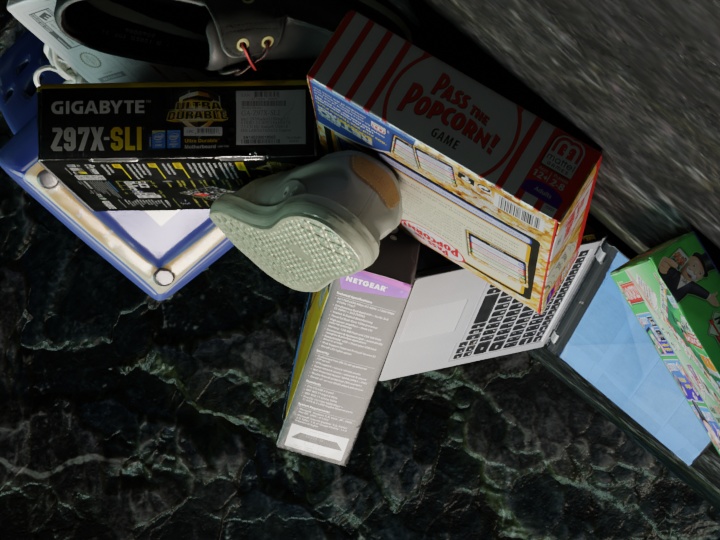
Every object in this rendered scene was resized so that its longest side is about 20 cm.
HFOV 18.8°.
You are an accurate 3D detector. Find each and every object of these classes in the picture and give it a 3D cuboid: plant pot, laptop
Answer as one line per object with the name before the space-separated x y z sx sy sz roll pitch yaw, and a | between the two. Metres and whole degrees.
plant pot | -0.143 -0.110 1.603 0.200 0.200 0.180 43 -159 -24
laptop | 0.128 0.066 1.399 0.187 0.199 0.117 107 150 -66

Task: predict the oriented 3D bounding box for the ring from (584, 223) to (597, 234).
ring | 0.156 -0.005 1.468 0.200 0.019 0.200 41 178 2

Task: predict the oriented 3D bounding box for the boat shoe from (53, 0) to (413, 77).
boat shoe | -0.071 -0.135 1.215 0.200 0.063 0.074 15 147 -2

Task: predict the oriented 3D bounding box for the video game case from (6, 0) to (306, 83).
video game case | -0.092 -0.144 1.290 0.199 0.018 0.143 -12 142 34

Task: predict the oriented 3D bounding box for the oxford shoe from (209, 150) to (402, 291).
oxford shoe | -0.029 -0.031 1.219 0.075 0.058 0.200 40 164 -15

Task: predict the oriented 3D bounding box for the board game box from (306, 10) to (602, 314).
board game box | 0.050 -0.053 1.183 0.151 0.046 0.200 31 169 9

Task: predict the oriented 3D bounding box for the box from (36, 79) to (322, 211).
box | -0.099 -0.072 1.302 0.159 0.050 0.200 -3 173 2

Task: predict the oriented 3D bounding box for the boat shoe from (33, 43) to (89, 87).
boat shoe | -0.173 -0.145 1.405 0.074 0.086 0.202 36 174 -20

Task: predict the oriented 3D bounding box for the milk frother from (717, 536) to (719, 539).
milk frother | 0.273 0.201 1.106 0.200 0.188 0.181 42 180 -6

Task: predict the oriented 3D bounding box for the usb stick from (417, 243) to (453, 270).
usb stick | 0.069 -0.026 1.350 0.055 0.033 0.200 34 154 4

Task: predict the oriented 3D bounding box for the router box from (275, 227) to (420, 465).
router box | 0.000 0.000 1.364 0.051 0.150 0.200 17 -144 -5

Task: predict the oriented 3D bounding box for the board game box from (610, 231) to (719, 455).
board game box | 0.189 0.048 1.170 0.135 0.029 0.200 60 180 2
